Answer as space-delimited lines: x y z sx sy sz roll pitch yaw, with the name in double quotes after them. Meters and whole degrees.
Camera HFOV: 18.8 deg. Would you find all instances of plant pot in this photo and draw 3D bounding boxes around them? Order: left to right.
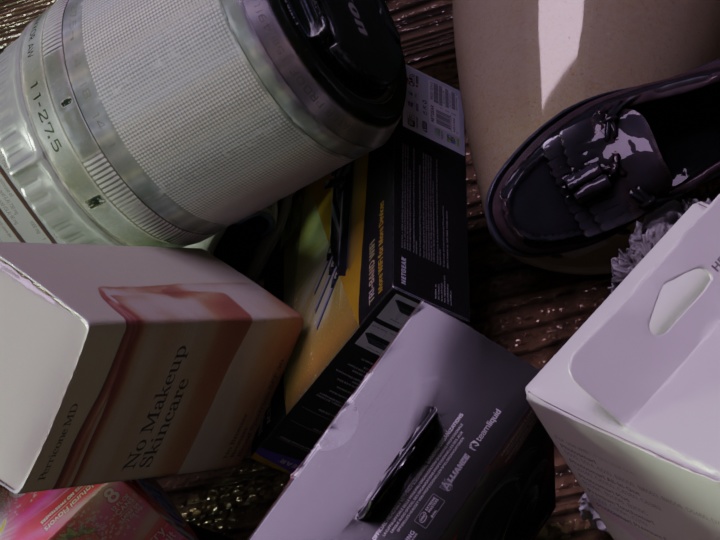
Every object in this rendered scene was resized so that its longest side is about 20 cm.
0.131 -0.107 1.251 0.187 0.187 0.201 -6 61 32 "plant pot"

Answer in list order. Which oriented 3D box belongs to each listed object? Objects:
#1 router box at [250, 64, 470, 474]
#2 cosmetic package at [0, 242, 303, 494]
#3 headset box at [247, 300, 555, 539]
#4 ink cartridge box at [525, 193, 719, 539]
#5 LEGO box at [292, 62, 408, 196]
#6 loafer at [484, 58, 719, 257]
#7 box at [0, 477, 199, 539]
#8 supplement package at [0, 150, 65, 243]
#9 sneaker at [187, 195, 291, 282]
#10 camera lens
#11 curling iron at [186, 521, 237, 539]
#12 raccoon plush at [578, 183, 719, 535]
0.000 0.000 1.251 0.157 0.052 0.200 -52 24 35 "router box"
-0.129 0.049 1.147 0.087 0.200 0.104 32 106 27 "cosmetic package"
0.023 0.118 1.025 0.077 0.200 0.149 31 71 17 "headset box"
0.180 0.076 0.967 0.129 0.200 0.125 -47 38 -17 "ink cartridge box"
-0.082 -0.096 1.461 0.200 0.077 0.149 -48 38 -17 "LEGO box"
0.158 -0.070 1.143 0.200 0.072 0.063 -26 1 -15 "loafer"
-0.195 0.182 1.205 0.200 0.095 0.103 -43 38 -1 "box"
-0.244 -0.046 1.356 0.199 0.110 0.114 -24 36 13 "supplement package"
-0.065 -0.058 1.330 0.087 0.074 0.201 -2 72 61 "sneaker"
-0.086 -0.108 1.217 0.200 0.160 0.160 -27 36 25 "camera lens"
-0.044 0.161 1.191 0.200 0.026 0.050 6 38 44 "curling iron"
0.167 0.033 1.139 0.097 0.134 0.200 37 101 10 "raccoon plush"
